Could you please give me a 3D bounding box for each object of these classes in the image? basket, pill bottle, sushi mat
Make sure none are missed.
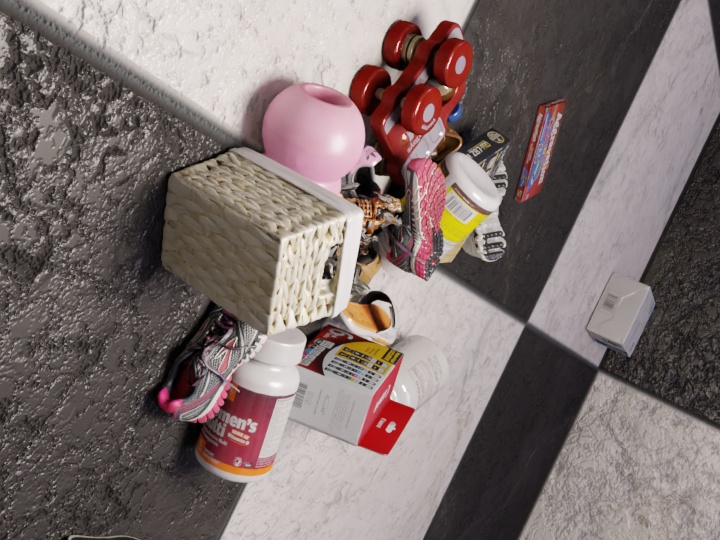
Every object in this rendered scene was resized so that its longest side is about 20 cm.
[{"bbox_3d":[-0.115,-0.034,1.067,0.123,0.199,0.137,-22,132,-47],"label":"basket"},{"bbox_3d":[-0.144,0.169,1.282,0.109,0.109,0.202,-7,119,-59],"label":"pill bottle"},{"bbox_3d":[0.058,0.201,1.672,0.199,0.114,0.115,-30,138,-48],"label":"pill bottle"},{"bbox_3d":[0.108,-0.078,1.465,0.200,0.110,0.109,-42,163,26],"label":"pill bottle"},{"bbox_3d":[0.160,-0.054,1.604,0.096,0.012,0.200,-55,170,9],"label":"sushi mat"}]

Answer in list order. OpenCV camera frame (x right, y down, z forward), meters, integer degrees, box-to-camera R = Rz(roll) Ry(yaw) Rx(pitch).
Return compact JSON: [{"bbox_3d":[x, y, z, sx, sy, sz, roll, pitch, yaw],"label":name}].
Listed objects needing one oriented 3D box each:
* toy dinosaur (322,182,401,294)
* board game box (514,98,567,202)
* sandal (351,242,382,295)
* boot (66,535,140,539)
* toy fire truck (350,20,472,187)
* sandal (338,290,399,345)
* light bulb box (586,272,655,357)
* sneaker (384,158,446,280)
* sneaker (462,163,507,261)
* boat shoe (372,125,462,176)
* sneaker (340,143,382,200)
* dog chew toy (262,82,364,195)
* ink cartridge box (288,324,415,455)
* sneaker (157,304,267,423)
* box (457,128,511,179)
[{"bbox_3d":[-0.042,-0.044,1.267,0.102,0.198,0.137,-77,159,-71],"label":"toy dinosaur"},{"bbox_3d":[0.365,-0.243,1.951,0.103,0.019,0.202,-28,136,-52],"label":"board game box"},{"bbox_3d":[0.000,0.000,1.420,0.082,0.054,0.200,-46,163,-12],"label":"sandal"},{"bbox_3d":[-0.326,0.414,1.213,0.200,0.072,0.145,30,86,-55],"label":"boot"},{"bbox_3d":[0.085,-0.236,1.335,0.201,0.112,0.168,-55,149,-16],"label":"toy fire truck"},{"bbox_3d":[0.026,0.068,1.507,0.059,0.079,0.206,-39,163,13],"label":"sandal"},{"bbox_3d":[0.801,0.138,2.955,0.200,0.124,0.200,-62,154,-5],"label":"light bulb box"},{"bbox_3d":[0.071,-0.069,1.342,0.081,0.074,0.201,-53,155,-40],"label":"sneaker"},{"bbox_3d":[0.215,-0.119,1.736,0.075,0.081,0.202,-2,98,-32],"label":"sneaker"},{"bbox_3d":[0.084,-0.183,1.437,0.200,0.067,0.073,-30,138,-49],"label":"boat shoe"},{"bbox_3d":[-0.011,-0.096,1.324,0.070,0.082,0.201,-45,151,-32],"label":"sneaker"},{"bbox_3d":[-0.072,-0.120,1.162,0.124,0.124,0.201,-20,138,-54],"label":"dog chew toy"},{"bbox_3d":[-0.007,0.170,1.406,0.200,0.174,0.085,-40,149,-71],"label":"ink cartridge box"},{"bbox_3d":[-0.177,0.098,1.193,0.201,0.080,0.075,-63,151,-2],"label":"sneaker"},{"bbox_3d":[0.162,-0.123,1.602,0.161,0.049,0.201,-38,158,-47],"label":"box"}]
